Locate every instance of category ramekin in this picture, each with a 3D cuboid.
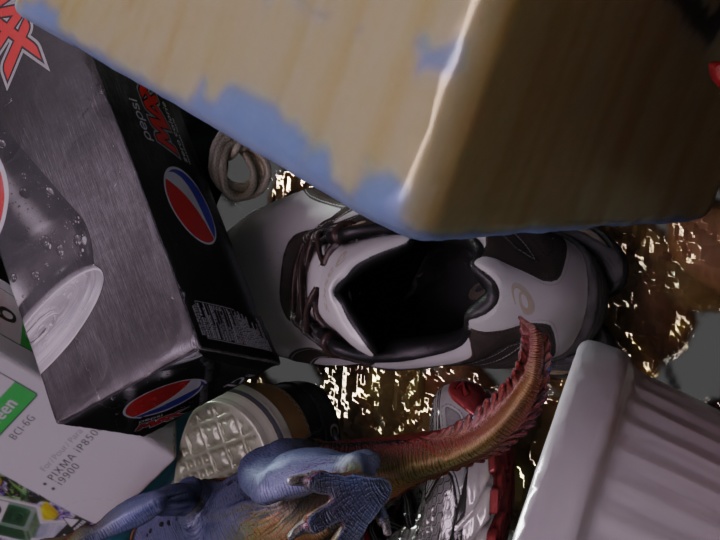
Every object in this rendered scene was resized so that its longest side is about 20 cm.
[{"bbox_3d":[0.085,0.131,0.636,0.094,0.202,0.203,17,106,8],"label":"ramekin"}]

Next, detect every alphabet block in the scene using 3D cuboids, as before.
[{"bbox_3d":[0.036,-0.141,0.647,0.195,0.196,0.201,30,111,31],"label":"alphabet block"}]

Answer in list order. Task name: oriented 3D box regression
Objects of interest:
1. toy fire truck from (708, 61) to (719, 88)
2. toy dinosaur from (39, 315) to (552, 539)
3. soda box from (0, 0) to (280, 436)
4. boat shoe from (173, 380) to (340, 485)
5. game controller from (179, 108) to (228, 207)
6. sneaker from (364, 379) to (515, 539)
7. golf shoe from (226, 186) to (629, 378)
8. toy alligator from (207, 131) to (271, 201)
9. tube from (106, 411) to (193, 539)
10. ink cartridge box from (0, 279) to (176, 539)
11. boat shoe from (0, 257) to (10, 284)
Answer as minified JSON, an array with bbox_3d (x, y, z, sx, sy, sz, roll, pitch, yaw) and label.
[{"bbox_3d":[0.150,-0.020,0.545,0.128,0.200,0.177,-15,84,39],"label":"toy fire truck"},{"bbox_3d":[-0.028,0.103,0.725,0.105,0.200,0.181,61,164,-14],"label":"toy dinosaur"},{"bbox_3d":[-0.106,-0.040,0.757,0.071,0.063,0.201,-28,70,18],"label":"soda box"},{"bbox_3d":[-0.052,0.131,0.823,0.075,0.062,0.201,31,121,28],"label":"boat shoe"},{"bbox_3d":[-0.130,-0.054,0.852,0.104,0.042,0.200,-55,48,5],"label":"game controller"},{"bbox_3d":[0.004,0.132,0.750,0.082,0.078,0.201,22,108,3],"label":"sneaker"},{"bbox_3d":[0.000,0.000,0.746,0.199,0.094,0.078,0,87,38],"label":"golf shoe"},{"bbox_3d":[-0.052,-0.126,0.797,0.054,0.059,0.201,175,100,-68],"label":"toy alligator"},{"bbox_3d":[-0.113,0.087,0.878,0.200,0.050,0.078,-51,54,34],"label":"tube"},{"bbox_3d":[-0.183,0.046,0.772,0.109,0.200,0.050,-44,29,24],"label":"ink cartridge box"},{"bbox_3d":[-0.170,0.062,0.883,0.069,0.056,0.201,-4,77,60],"label":"boat shoe"}]
